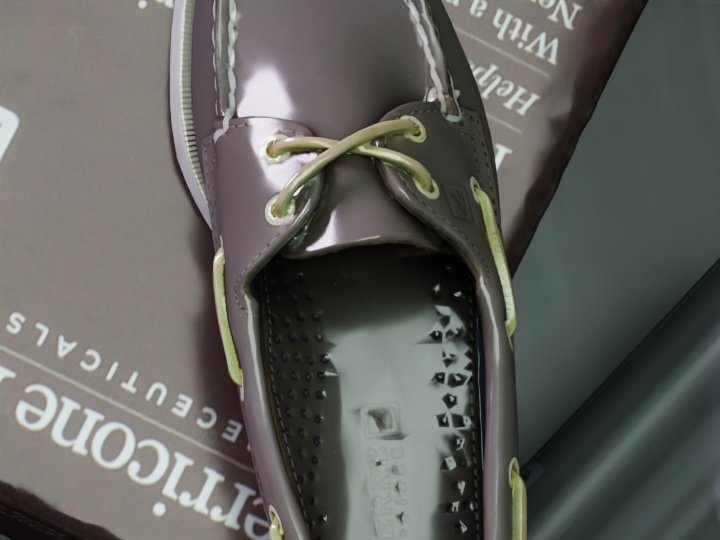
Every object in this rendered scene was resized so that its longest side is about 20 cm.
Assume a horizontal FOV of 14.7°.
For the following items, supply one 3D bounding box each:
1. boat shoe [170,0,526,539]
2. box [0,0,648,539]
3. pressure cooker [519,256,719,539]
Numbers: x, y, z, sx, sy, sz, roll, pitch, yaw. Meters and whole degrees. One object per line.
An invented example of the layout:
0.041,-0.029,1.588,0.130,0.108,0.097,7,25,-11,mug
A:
0.000,0.000,0.610,0.072,0.060,0.200,-6,83,-8,boat shoe
-0.044,-0.022,0.722,0.166,0.164,0.200,26,80,-2,box
0.136,0.073,0.709,0.200,0.176,0.179,-47,128,-1,pressure cooker
